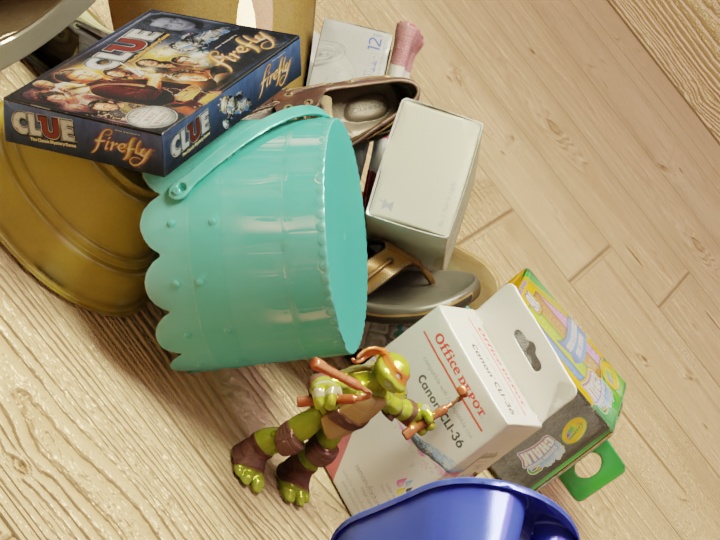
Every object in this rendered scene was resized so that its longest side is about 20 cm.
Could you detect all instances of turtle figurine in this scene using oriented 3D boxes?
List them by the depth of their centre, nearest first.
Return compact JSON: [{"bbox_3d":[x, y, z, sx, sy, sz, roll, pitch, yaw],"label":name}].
[{"bbox_3d":[-0.021,0.104,1.444,0.199,0.161,0.065,14,41,-56],"label":"turtle figurine"}]

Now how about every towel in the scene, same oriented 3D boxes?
[{"bbox_3d":[0.025,-0.119,1.730,0.023,0.202,0.144,12,5,3],"label":"towel"}]

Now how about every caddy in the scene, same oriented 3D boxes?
[{"bbox_3d":[0.064,0.219,1.404,0.141,0.199,0.106,41,40,-29],"label":"caddy"}]

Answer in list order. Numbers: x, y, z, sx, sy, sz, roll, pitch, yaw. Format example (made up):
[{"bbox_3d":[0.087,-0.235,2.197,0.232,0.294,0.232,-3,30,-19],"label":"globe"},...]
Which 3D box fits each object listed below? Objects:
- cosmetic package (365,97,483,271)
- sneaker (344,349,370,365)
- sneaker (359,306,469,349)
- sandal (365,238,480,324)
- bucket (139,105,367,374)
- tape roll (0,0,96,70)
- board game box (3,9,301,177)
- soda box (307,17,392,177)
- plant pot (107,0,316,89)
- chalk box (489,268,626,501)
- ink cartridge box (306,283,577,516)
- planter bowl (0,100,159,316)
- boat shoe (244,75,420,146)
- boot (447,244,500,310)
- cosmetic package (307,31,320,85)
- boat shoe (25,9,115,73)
[{"bbox_3d":[0.052,-0.062,1.631,0.072,0.104,0.200,18,-9,4],"label":"cosmetic package"},{"bbox_3d":[0.037,0.076,1.748,0.201,0.076,0.091,57,10,6],"label":"sneaker"},{"bbox_3d":[0.004,0.028,1.667,0.198,0.078,0.091,8,28,-23],"label":"sneaker"},{"bbox_3d":[0.000,0.000,1.586,0.198,0.055,0.082,9,25,4],"label":"sandal"},{"bbox_3d":[-0.074,-0.023,1.457,0.207,0.133,0.209,-4,90,-81],"label":"bucket"},{"bbox_3d":[-0.283,-0.248,1.433,0.140,0.202,0.202,52,22,5],"label":"tape roll"},{"bbox_3d":[-0.148,-0.134,1.417,0.134,0.035,0.200,13,31,23],"label":"board game box"},{"bbox_3d":[-0.024,-0.109,1.676,0.063,0.202,0.068,14,-5,0],"label":"soda box"},{"bbox_3d":[-0.121,-0.156,1.673,0.186,0.185,0.202,26,49,-47],"label":"plant pot"},{"bbox_3d":[0.169,0.124,1.843,0.200,0.124,0.124,50,22,-6],"label":"chalk box"},{"bbox_3d":[0.061,0.108,1.549,0.067,0.200,0.117,8,46,-60],"label":"ink cartridge box"},{"bbox_3d":[-0.203,-0.071,1.468,0.200,0.083,0.201,41,23,-22],"label":"planter bowl"},{"bbox_3d":[-0.040,-0.119,1.579,0.198,0.072,0.073,-16,91,-26],"label":"boat shoe"},{"bbox_3d":[0.088,0.008,1.815,0.200,0.072,0.143,11,3,43],"label":"boot"},{"bbox_3d":[-0.088,-0.192,1.865,0.199,0.102,0.074,35,27,-33],"label":"cosmetic package"},{"bbox_3d":[-0.217,-0.163,1.581,0.199,0.074,0.065,31,37,19],"label":"boat shoe"}]
